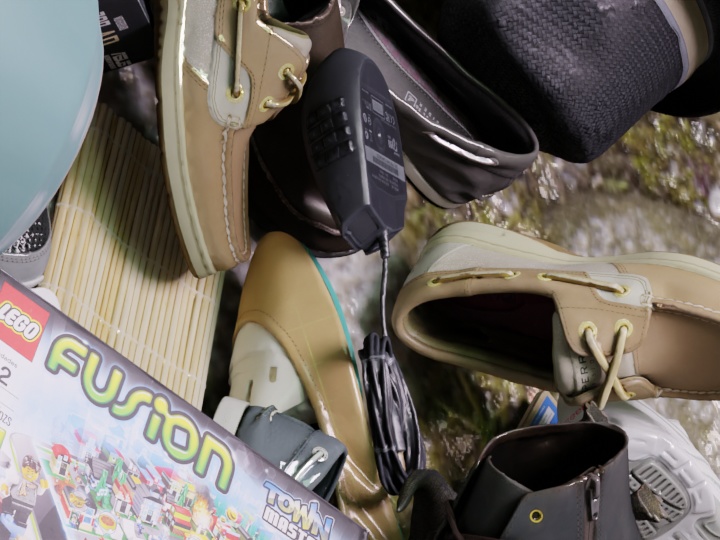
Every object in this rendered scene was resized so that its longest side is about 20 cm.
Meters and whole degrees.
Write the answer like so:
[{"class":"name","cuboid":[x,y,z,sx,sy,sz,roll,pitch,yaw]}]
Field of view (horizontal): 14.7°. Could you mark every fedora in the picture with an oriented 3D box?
[{"class":"fedora","cuboid":[0.097,-0.120,1.402,0.201,0.200,0.092,43,71,-25]}]

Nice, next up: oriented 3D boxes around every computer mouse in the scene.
[{"class":"computer mouse","cuboid":[0.000,0.000,1.225,0.059,0.034,0.202,31,50,-66]}]

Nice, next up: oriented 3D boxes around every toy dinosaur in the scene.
[{"class":"toy dinosaur","cuboid":[0.066,0.113,1.224,0.077,0.102,0.200,52,27,9]}]

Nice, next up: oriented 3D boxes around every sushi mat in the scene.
[{"class":"sushi mat","cuboid":[-0.102,0.029,1.205,0.095,0.012,0.201,34,49,-34]}]

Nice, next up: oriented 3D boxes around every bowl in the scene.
[{"class":"bowl","cuboid":[-0.169,-0.071,1.030,0.105,0.200,0.202,29,52,-32]}]

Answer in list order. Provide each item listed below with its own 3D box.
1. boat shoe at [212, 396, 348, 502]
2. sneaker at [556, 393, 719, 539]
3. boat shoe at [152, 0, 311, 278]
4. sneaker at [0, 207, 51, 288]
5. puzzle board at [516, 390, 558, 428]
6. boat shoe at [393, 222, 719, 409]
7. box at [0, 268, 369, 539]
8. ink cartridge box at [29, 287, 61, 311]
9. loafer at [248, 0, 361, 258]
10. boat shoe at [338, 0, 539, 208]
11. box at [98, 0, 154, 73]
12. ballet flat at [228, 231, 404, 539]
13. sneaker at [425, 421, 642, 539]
[{"class":"boat shoe","cuboid":[-0.051,0.145,1.139,0.061,0.073,0.201,13,58,1]},{"class":"sneaker","cuboid":[0.160,0.123,1.378,0.200,0.078,0.100,55,11,-31]},{"class":"boat shoe","cuboid":[-0.054,-0.096,1.207,0.074,0.066,0.202,-83,171,-78]},{"class":"sneaker","cuboid":[-0.168,-0.088,1.141,0.078,0.077,0.201,-17,86,-52]},{"class":"puzzle board","cuboid":[0.094,0.174,1.349,0.151,0.017,0.200,51,41,-16]},{"class":"boat shoe","cuboid":[0.108,0.032,1.299,0.066,0.199,0.074,-48,137,-44]},{"class":"box","cuboid":[-0.089,0.098,1.055,0.200,0.035,0.111,37,49,-27]},{"class":"ink cartridge box","cuboid":[-0.154,0.114,1.060,0.115,0.067,0.201,-3,74,-44]},{"class":"loafer","cuboid":[-0.040,-0.098,1.274,0.073,0.071,0.201,-34,101,-33]},{"class":"boat shoe","cuboid":[0.009,-0.109,1.361,0.200,0.057,0.067,42,47,-26]},{"class":"box","cuboid":[-0.139,-0.195,1.181,0.160,0.043,0.201,75,-3,-81]},{"class":"ballet flat","cuboid":[-0.025,0.081,1.228,0.063,0.069,0.201,-14,80,-32]},{"class":"sneaker","cuboid":[0.029,0.136,1.120,0.199,0.075,0.107,-28,128,-27]}]
